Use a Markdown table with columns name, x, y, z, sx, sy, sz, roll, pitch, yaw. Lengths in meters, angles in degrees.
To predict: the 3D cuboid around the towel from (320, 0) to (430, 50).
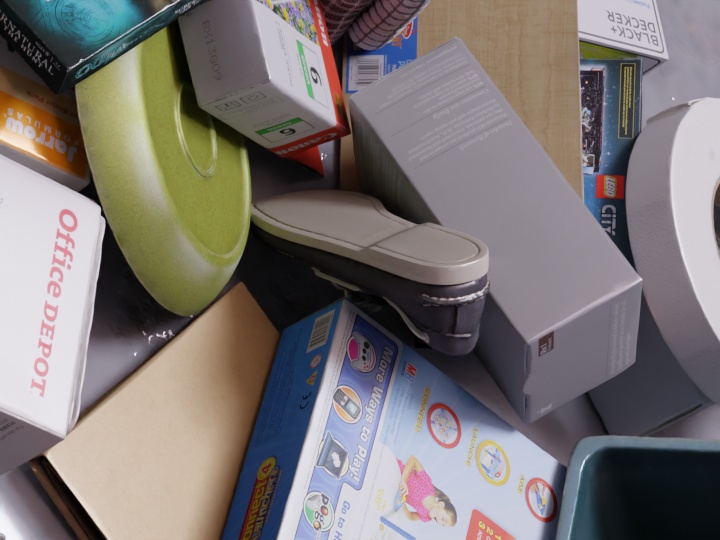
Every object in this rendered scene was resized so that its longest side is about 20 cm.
| name | x | y | z | sx | sy | sz | roll | pitch | yaw |
| --- | --- | --- | --- | --- | --- | --- | --- | --- | --- |
| towel | 0.000 | -0.250 | 1.691 | 0.085 | 0.166 | 0.201 | 0 | 77 | -14 |

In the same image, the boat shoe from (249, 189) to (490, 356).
| name | x | y | z | sx | sy | sz | roll | pitch | yaw |
| --- | --- | --- | --- | --- | --- | --- | --- | --- | --- |
| boat shoe | 0.000 | 0.000 | 1.583 | 0.072 | 0.200 | 0.063 | -18 | 114 | -34 |

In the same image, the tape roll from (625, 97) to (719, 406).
| name | x | y | z | sx | sy | sz | roll | pitch | yaw |
| --- | --- | --- | --- | --- | --- | --- | --- | --- | --- |
| tape roll | 0.235 | -0.009 | 1.743 | 0.203 | 0.037 | 0.204 | 29 | 51 | -43 |

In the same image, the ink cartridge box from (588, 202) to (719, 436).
| name | x | y | z | sx | sy | sz | roll | pitch | yaw |
| --- | --- | --- | --- | --- | --- | --- | --- | --- | --- |
| ink cartridge box | 0.222 | 0.015 | 1.834 | 0.200 | 0.083 | 0.147 | -21 | 82 | -47 |

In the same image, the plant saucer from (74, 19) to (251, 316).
| name | x | y | z | sx | sy | sz | roll | pitch | yaw |
| --- | --- | --- | --- | --- | --- | --- | --- | --- | --- |
| plant saucer | -0.104 | -0.076 | 1.546 | 0.200 | 0.031 | 0.201 | -13 | 90 | -72 |

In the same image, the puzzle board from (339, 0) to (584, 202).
| name | x | y | z | sx | sy | sz | roll | pitch | yaw |
| --- | --- | --- | --- | --- | --- | --- | --- | --- | --- |
| puzzle board | 0.063 | -0.095 | 1.731 | 0.150 | 0.017 | 0.201 | -2 | 59 | 5 |

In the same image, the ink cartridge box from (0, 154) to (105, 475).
| name | x | y | z | sx | sy | sz | roll | pitch | yaw |
| --- | --- | --- | --- | --- | --- | --- | --- | --- | --- |
| ink cartridge box | -0.240 | 0.001 | 1.403 | 0.200 | 0.083 | 0.147 | 28 | 51 | -31 |

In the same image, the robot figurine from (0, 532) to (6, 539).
| name | x | y | z | sx | sy | sz | roll | pitch | yaw |
| --- | --- | --- | --- | --- | --- | --- | --- | --- | --- |
| robot figurine | -0.175 | 0.202 | 1.371 | 0.199 | 0.058 | 0.146 | 9 | 61 | -41 |

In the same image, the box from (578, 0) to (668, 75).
| name | x | y | z | sx | sy | sz | roll | pitch | yaw |
| --- | --- | --- | --- | --- | --- | --- | --- | --- | --- |
| box | 0.136 | -0.229 | 1.907 | 0.116 | 0.060 | 0.201 | 11 | 61 | -39 |

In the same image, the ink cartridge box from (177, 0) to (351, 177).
| name | x | y | z | sx | sy | sz | roll | pitch | yaw |
| --- | --- | --- | --- | --- | --- | --- | --- | --- | --- |
| ink cartridge box | -0.048 | -0.129 | 1.619 | 0.200 | 0.050 | 0.109 | 27 | 47 | -67 |

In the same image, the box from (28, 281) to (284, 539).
| name | x | y | z | sx | sy | sz | roll | pitch | yaw |
| --- | --- | --- | --- | --- | --- | --- | --- | --- | --- |
| box | -0.077 | 0.118 | 1.536 | 0.164 | 0.021 | 0.200 | 55 | 42 | -6 |

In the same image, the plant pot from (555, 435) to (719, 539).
| name | x | y | z | sx | sy | sz | roll | pitch | yaw |
| --- | --- | --- | --- | --- | --- | --- | --- | --- | --- |
| plant pot | 0.221 | 0.236 | 1.616 | 0.200 | 0.195 | 0.197 | 71 | 26 | -47 |

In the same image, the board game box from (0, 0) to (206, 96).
| name | x | y | z | sx | sy | sz | roll | pitch | yaw |
| --- | --- | --- | --- | --- | --- | --- | --- | --- | --- |
| board game box | -0.178 | -0.200 | 1.486 | 0.200 | 0.028 | 0.135 | 47 | 54 | 8 |

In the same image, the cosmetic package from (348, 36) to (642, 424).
| name | x | y | z | sx | sy | sz | roll | pitch | yaw |
| --- | --- | --- | --- | --- | --- | --- | --- | --- | --- |
| cosmetic package | 0.077 | -0.023 | 1.617 | 0.090 | 0.107 | 0.200 | -31 | 65 | -14 |

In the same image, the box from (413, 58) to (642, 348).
| name | x | y | z | sx | sy | sz | roll | pitch | yaw |
| --- | --- | --- | --- | --- | --- | --- | --- | --- | --- |
| box | 0.106 | -0.043 | 1.730 | 0.136 | 0.038 | 0.201 | 2 | 57 | 6 |

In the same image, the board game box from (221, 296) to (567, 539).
| name | x | y | z | sx | sy | sz | roll | pitch | yaw |
| --- | --- | --- | --- | --- | --- | --- | --- | --- | --- |
| board game box | 0.022 | 0.152 | 1.558 | 0.196 | 0.056 | 0.201 | 38 | 47 | -26 |

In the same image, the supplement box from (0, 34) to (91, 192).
| name | x | y | z | sx | sy | sz | roll | pitch | yaw |
| --- | --- | --- | --- | --- | --- | --- | --- | --- | --- |
| supplement box | -0.208 | -0.139 | 1.520 | 0.126 | 0.073 | 0.201 | 23 | 53 | -32 |
